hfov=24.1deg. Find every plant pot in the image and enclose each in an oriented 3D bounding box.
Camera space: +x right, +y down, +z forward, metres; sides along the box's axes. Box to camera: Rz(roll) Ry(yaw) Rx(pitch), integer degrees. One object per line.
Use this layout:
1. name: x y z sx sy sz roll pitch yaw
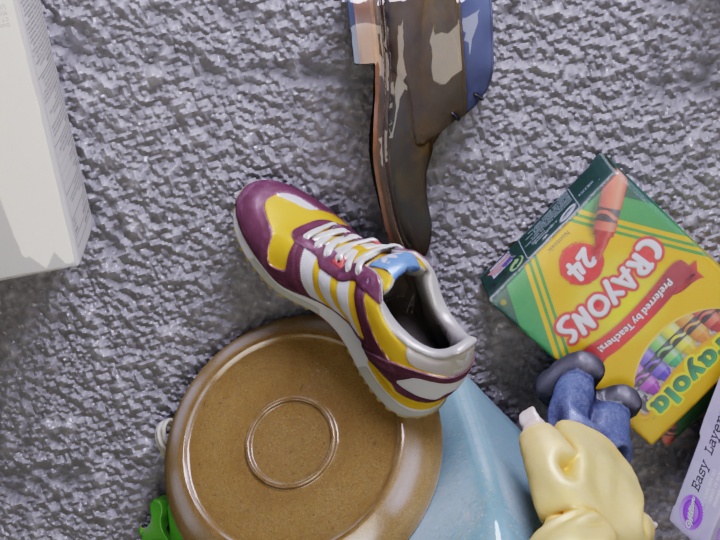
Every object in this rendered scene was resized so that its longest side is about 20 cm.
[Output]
1. plant pot: -0.044 0.119 1.139 0.199 0.201 0.027 -26 151 5
2. plant pot: 0.072 0.234 1.158 0.196 0.200 0.196 -40 115 10

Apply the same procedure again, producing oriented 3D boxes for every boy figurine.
1. boy figurine: 0.148 0.146 1.102 0.124 0.200 0.064 39 126 -20

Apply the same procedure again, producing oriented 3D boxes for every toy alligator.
1. toy alligator: -0.138 0.205 1.225 0.054 0.059 0.201 -6 98 36

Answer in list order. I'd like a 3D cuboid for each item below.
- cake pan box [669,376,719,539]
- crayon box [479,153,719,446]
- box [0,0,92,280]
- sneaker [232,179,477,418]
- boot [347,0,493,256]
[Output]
1. cake pan box: 0.330 0.113 1.201 0.184 0.052 0.201 7 111 -26
2. crayon box: 0.199 0.031 1.189 0.200 0.051 0.127 40 102 -17
3. box: -0.234 -0.102 1.084 0.077 0.095 0.201 -10 109 0
4. sneaker: 0.000 0.000 1.108 0.200 0.075 0.090 45 143 10
5. boot: 0.050 -0.102 1.117 0.097 0.075 0.201 -9 108 2
